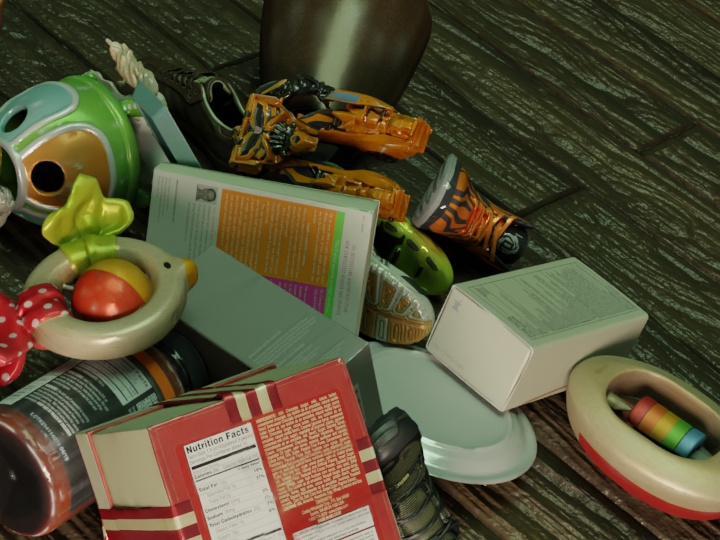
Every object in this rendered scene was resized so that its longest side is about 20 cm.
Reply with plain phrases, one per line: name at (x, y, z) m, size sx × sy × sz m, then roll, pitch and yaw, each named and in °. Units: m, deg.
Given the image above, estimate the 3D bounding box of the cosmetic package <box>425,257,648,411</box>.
cosmetic package at (0.165, 0.055, 1.592) m, size 0.103 × 0.074 × 0.199 m, roll 40°, pitch 32°, yaw 29°

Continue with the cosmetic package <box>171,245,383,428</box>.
cosmetic package at (-0.079, 0.075, 1.432) m, size 0.199 × 0.107 × 0.090 m, roll 27°, pitch 55°, yaw 37°

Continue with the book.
book at (-0.092, -0.011, 1.531) m, size 0.198 × 0.135 × 0.048 m, roll 11°, pitch 16°, yaw 5°

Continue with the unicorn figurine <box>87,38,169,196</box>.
unicorn figurine at (-0.200, -0.115, 1.661) m, size 0.074 × 0.201 × 0.137 m, roll -43°, pitch 48°, yaw -21°

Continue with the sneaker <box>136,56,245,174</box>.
sneaker at (-0.162, -0.179, 1.786) m, size 0.070 × 0.076 × 0.200 m, roll -24°, pitch 54°, yaw -41°

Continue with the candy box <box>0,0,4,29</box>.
candy box at (-0.404, -0.179, 1.657) m, size 0.056 × 0.117 × 0.201 m, roll 16°, pitch 38°, yaw 0°

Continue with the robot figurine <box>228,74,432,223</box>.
robot figurine at (-0.039, -0.116, 1.660) m, size 0.198 × 0.146 × 0.058 m, roll 13°, pitch -10°, yaw 21°

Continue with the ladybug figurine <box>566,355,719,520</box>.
ladybug figurine at (0.265, 0.155, 1.536) m, size 0.200 × 0.072 × 0.135 m, roll 38°, pitch 42°, yaw 25°

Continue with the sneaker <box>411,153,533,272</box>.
sneaker at (0.115, -0.052, 1.679) m, size 0.112 × 0.078 × 0.200 m, roll 32°, pitch 6°, yaw 4°

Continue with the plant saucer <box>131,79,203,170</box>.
plant saucer at (-0.152, -0.082, 1.588) m, size 0.019 × 0.201 × 0.070 m, roll -35°, pitch 38°, yaw -8°

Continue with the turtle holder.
turtle holder at (-0.289, -0.115, 1.603) m, size 0.131 × 0.142 × 0.185 m, roll -20°, pitch 52°, yaw -37°

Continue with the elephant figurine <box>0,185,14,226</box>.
elephant figurine at (-0.359, -0.035, 1.424) m, size 0.154 × 0.201 × 0.142 m, roll 12°, pitch 38°, yaw -6°

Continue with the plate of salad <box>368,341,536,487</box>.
plate of salad at (0.058, 0.129, 1.510) m, size 0.198 × 0.048 × 0.201 m, roll 18°, pitch 27°, yaw -9°

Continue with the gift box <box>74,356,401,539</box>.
gift box at (-0.094, 0.181, 1.251) m, size 0.183 × 0.186 × 0.202 m, roll -13°, pitch 90°, yaw -27°

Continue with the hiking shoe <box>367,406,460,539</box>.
hiking shoe at (0.041, 0.179, 1.322) m, size 0.076 × 0.201 × 0.101 m, roll -41°, pitch 64°, yaw -17°

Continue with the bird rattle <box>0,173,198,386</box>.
bird rattle at (-0.219, 0.015, 1.358) m, size 0.162 × 0.114 × 0.200 m, roll 12°, pitch 32°, yaw 20°

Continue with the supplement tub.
supplement tub at (-0.210, 0.119, 1.368) m, size 0.107 × 0.108 × 0.200 m, roll 34°, pitch 40°, yaw 21°

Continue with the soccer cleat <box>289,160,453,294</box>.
soccer cleat at (0.019, -0.049, 1.705) m, size 0.199 × 0.065 × 0.084 m, roll 34°, pitch 36°, yaw 21°

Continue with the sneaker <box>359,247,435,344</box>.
sneaker at (0.000, 0.000, 1.608) m, size 0.199 × 0.076 × 0.087 m, roll 27°, pitch 31°, yaw 30°

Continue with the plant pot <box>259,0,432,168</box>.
plant pot at (-0.031, -0.202, 1.806) m, size 0.185 × 0.188 × 0.201 m, roll 15°, pitch 50°, yaw -2°
